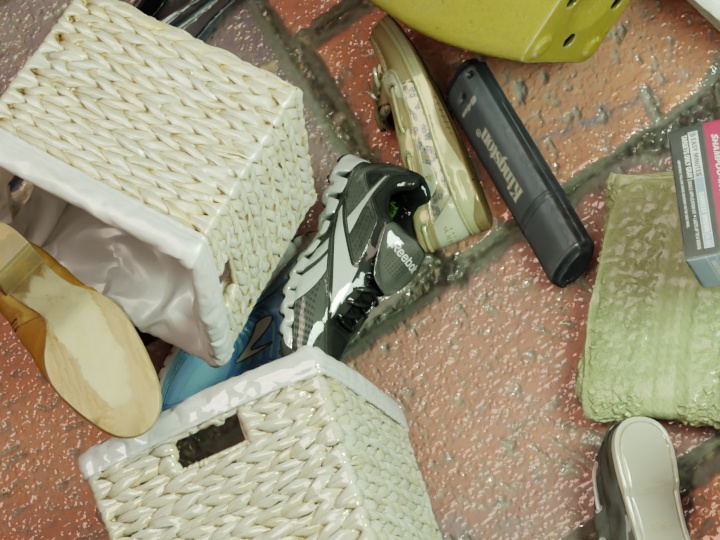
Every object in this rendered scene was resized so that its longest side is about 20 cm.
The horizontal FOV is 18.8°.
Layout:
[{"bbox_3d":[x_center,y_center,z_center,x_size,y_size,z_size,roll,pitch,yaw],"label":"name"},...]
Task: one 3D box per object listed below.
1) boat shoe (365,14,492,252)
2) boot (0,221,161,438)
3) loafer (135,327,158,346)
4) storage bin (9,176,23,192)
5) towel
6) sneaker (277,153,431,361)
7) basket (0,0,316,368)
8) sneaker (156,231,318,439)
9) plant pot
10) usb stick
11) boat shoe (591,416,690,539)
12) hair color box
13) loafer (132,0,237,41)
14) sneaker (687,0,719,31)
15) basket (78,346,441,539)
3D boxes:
[{"bbox_3d":[0.041,-0.111,1.708,0.062,0.073,0.201,-26,63,8],"label":"boat shoe"},{"bbox_3d":[-0.198,0.054,1.552,0.071,0.144,0.201,-40,71,-7],"label":"boot"},{"bbox_3d":[-0.150,0.010,1.683,0.200,0.070,0.068,-33,64,-5],"label":"loafer"},{"bbox_3d":[-0.174,-0.062,1.749,0.200,0.146,0.135,-38,71,5],"label":"storage bin"},{"bbox_3d":[0.240,0.019,1.598,0.147,0.036,0.201,2,71,22],"label":"towel"},{"bbox_3d":[0.000,0.000,1.627,0.090,0.067,0.201,1,60,32],"label":"sneaker"},{"bbox_3d":[-0.154,-0.066,1.570,0.199,0.198,0.161,25,69,14],"label":"basket"},{"bbox_3d":[-0.077,0.063,1.689,0.200,0.078,0.090,-44,67,4],"label":"sneaker"},{"bbox_3d":[0.113,-0.263,1.648,0.200,0.194,0.196,43,116,22],"label":"plant pot"},{"bbox_3d":[0.122,-0.077,1.675,0.032,0.056,0.201,-12,58,-26],"label":"usb stick"},{"bbox_3d":[0.203,0.205,1.539,0.066,0.057,0.201,1,70,-16],"label":"boat shoe"},{"bbox_3d":[0.314,-0.062,1.459,0.199,0.061,0.100,-12,66,17],"label":"hair color box"},{"bbox_3d":[-0.130,-0.258,1.840,0.072,0.063,0.201,33,85,29],"label":"loafer"},{"bbox_3d":[0.300,-0.261,1.652,0.146,0.081,0.200,-46,54,8],"label":"sneaker"},{"bbox_3d":[-0.061,0.181,1.564,0.197,0.200,0.162,-25,68,12],"label":"basket"}]
